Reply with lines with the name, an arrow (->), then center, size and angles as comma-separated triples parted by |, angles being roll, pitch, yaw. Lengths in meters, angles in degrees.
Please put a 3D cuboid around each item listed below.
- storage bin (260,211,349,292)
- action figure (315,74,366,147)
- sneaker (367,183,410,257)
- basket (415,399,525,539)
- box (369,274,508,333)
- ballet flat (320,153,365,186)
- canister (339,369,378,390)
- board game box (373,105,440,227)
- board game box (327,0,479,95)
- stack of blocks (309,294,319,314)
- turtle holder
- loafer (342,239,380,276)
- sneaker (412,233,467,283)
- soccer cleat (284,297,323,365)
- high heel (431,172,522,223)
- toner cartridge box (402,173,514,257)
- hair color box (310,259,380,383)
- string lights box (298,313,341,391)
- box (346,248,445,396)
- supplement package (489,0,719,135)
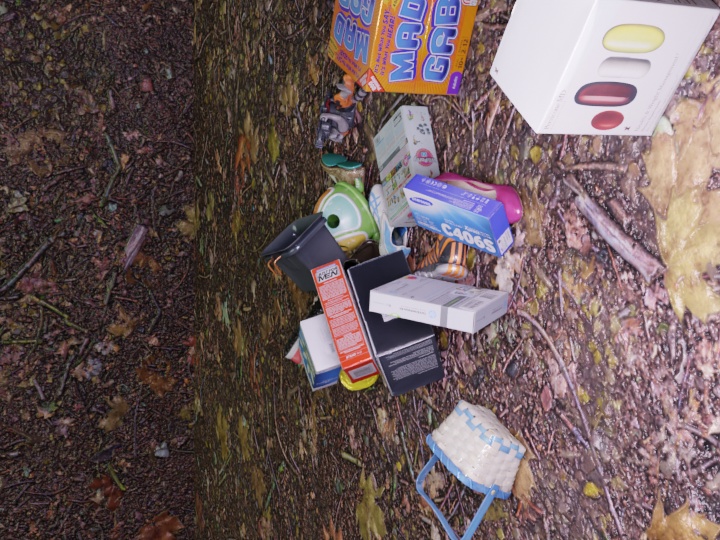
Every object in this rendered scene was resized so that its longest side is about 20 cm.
storage bin -> -0.117, -0.024, 1.927 | 0.135, 0.146, 0.199 | 49, 158, -13
action figure -> -0.042, -0.362, 2.038 | 0.195, 0.103, 0.203 | 112, 170, -51
sneaker -> 0.066, -0.104, 1.881 | 0.072, 0.071, 0.203 | -32, 54, 29
basket -> 0.186, 0.349, 1.541 | 0.201, 0.138, 0.176 | -54, 35, 8
box -> 0.136, 0.054, 1.523 | 0.197, 0.155, 0.042 | 12, 106, 28
ballet flat -> -0.044, -0.232, 2.099 | 0.200, 0.069, 0.066 | -141, 38, -63
canister -> -0.004, 0.163, 1.909 | 0.200, 0.085, 0.151 | -35, -73, -82
board game box -> 0.096, -0.209, 1.791 | 0.147, 0.063, 0.204 | 139, 125, -61
board game box -> 0.076, -0.462, 1.644 | 0.200, 0.196, 0.203 | -128, 42, -50
stack of blocks -> -0.060, 0.088, 2.020 | 0.200, 0.058, 0.117 | -46, -25, -64
turtle holder -> -0.030, -0.099, 1.980 | 0.140, 0.131, 0.188 | 6, 126, 59
loafer -> 0.000, 0.000, 1.832 | 0.072, 0.072, 0.201 | 89, -158, -46
sneaker -> 0.160, -0.037, 1.675 | 0.200, 0.076, 0.114 | 161, 119, -70
soccer cleat -> -0.088, 0.124, 1.902 | 0.201, 0.073, 0.069 | -53, 17, 23
high heel -> 0.199, -0.128, 1.533 | 0.200, 0.094, 0.069 | -132, 45, -54
toner cartridge box -> 0.169, -0.097, 1.541 | 0.198, 0.043, 0.096 | 25, 150, 42
hair color box -> -0.028, 0.096, 1.643 | 0.111, 0.063, 0.203 | 65, -173, -67
string lights box -> -0.081, 0.167, 1.761 | 0.200, 0.058, 0.104 | 105, 146, -70
box -> 0.071, 0.105, 1.722 | 0.198, 0.122, 0.202 | 72, 179, -59
supplement package -> 0.310, -0.295, 1.146 | 0.148, 0.197, 0.193 | -116, 33, -41
